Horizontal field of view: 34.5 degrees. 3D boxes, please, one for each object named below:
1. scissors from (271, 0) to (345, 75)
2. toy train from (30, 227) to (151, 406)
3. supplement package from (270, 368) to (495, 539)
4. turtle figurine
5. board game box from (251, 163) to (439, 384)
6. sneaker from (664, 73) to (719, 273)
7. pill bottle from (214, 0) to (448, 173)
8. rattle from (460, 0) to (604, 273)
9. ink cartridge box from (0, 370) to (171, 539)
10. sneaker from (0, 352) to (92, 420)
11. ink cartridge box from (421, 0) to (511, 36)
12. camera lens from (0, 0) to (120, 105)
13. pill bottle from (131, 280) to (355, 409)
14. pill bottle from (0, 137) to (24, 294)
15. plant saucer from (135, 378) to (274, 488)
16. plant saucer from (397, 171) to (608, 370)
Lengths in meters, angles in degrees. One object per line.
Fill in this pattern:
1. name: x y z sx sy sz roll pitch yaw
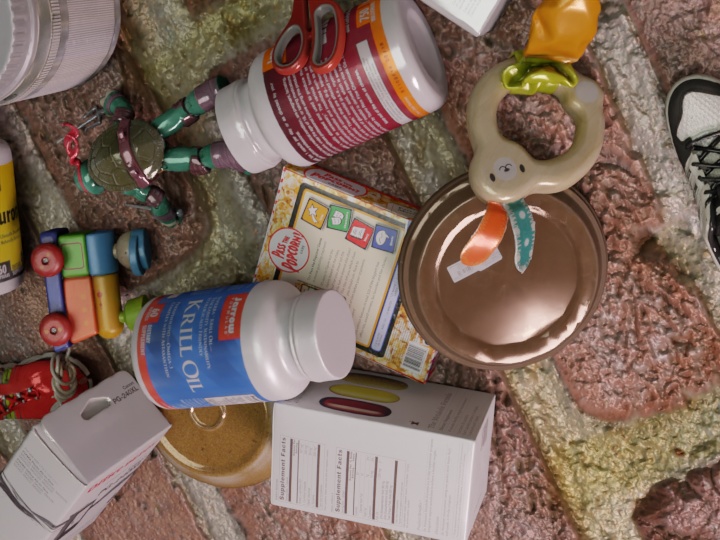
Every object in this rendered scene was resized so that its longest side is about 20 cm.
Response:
1. scissors: -0.042 -0.259 1.027 0.072 0.014 0.203 -11 64 29
2. toy train: -0.267 0.055 1.205 0.113 0.085 0.204 -5 97 5
3. supplement package: 0.022 0.174 1.132 0.196 0.114 0.112 8 109 14
4. turtle figurine: -0.210 -0.112 1.140 0.197 0.101 0.152 -18 99 15
5. board game box: 0.000 0.000 1.127 0.197 0.046 0.154 23 111 10
6. sneaker: 0.317 -0.071 0.988 0.075 0.088 0.203 -22 96 23
7. pill bottle: -0.029 -0.165 1.055 0.197 0.113 0.114 -21 98 21
8. rattle: 0.148 -0.110 0.964 0.129 0.202 0.143 35 157 -13
9. ink cartridge box: -0.306 0.215 1.209 0.083 0.145 0.200 46 124 7
10. sneaker: -0.385 0.140 1.265 0.197 0.085 0.078 -6 104 19
11. ink cartridge box: 0.064 -0.320 0.999 0.199 0.083 0.146 35 112 5
12. camera lens: -0.329 -0.240 1.081 0.157 0.200 0.163 5 107 16
13. pill bottle: -0.109 0.069 1.099 0.197 0.112 0.114 -9 102 26
14. pill bottle: -0.413 -0.078 1.200 0.109 0.111 0.204 2 106 17
15. plant saucer: -0.156 0.143 1.222 0.197 0.035 0.204 5 106 17
16. plant saucer: 0.132 0.003 1.062 0.196 0.030 0.204 -1 111 -2
